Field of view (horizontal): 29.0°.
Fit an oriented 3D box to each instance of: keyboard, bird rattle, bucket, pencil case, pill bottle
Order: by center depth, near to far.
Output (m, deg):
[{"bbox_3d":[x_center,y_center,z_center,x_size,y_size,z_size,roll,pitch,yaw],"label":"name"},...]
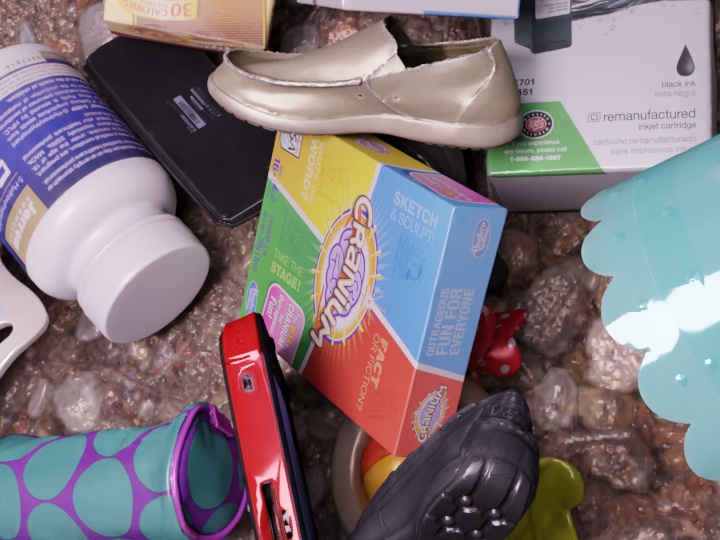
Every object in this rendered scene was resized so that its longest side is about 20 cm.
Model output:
[{"bbox_3d":[0.232,0.013,0.770,0.134,0.206,0.209,-31,67,27],"label":"bucket"},{"bbox_3d":[0.044,0.108,0.871,0.162,0.112,0.202,-34,65,22],"label":"bird rattle"},{"bbox_3d":[-0.161,0.137,0.892,0.198,0.085,0.093,-12,43,35],"label":"pencil case"},{"bbox_3d":[-0.198,-0.051,0.968,0.120,0.120,0.200,-44,68,0],"label":"pill bottle"},{"bbox_3d":[-0.100,-0.119,0.987,0.126,0.021,0.200,-32,59,-17],"label":"keyboard"}]

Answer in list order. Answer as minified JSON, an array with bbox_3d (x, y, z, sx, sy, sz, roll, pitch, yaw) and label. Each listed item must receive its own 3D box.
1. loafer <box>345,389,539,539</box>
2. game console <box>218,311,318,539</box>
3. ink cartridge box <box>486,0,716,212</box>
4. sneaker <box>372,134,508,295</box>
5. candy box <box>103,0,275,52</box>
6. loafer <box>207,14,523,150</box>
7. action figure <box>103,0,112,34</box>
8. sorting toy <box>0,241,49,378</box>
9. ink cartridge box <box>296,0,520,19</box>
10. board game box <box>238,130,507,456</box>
[{"bbox_3d":[0.041,0.137,0.778,0.067,0.201,0.071,28,47,-8],"label":"loafer"},{"bbox_3d":[-0.042,0.138,0.841,0.031,0.177,0.203,-13,71,3],"label":"game console"},{"bbox_3d":[0.160,-0.147,0.913,0.144,0.083,0.203,-2,74,15],"label":"ink cartridge box"},{"bbox_3d":[0.046,-0.074,0.933,0.090,0.076,0.201,-35,70,0],"label":"sneaker"},{"bbox_3d":[-0.106,-0.258,0.970,0.114,0.055,0.203,9,87,-3],"label":"candy box"},{"bbox_3d":[0.004,-0.122,0.855,0.197,0.076,0.069,6,112,5],"label":"loafer"},{"bbox_3d":[-0.094,-0.244,1.023,0.197,0.055,0.120,-11,81,2],"label":"action figure"},{"bbox_3d":[-0.297,0.060,0.954,0.178,0.107,0.202,19,81,33],"label":"sorting toy"},{"bbox_3d":[0.024,-0.205,0.919,0.114,0.200,0.068,1,102,-13],"label":"ink cartridge box"},{"bbox_3d":[0.000,0.000,0.858,0.200,0.040,0.155,34,117,51],"label":"board game box"}]
